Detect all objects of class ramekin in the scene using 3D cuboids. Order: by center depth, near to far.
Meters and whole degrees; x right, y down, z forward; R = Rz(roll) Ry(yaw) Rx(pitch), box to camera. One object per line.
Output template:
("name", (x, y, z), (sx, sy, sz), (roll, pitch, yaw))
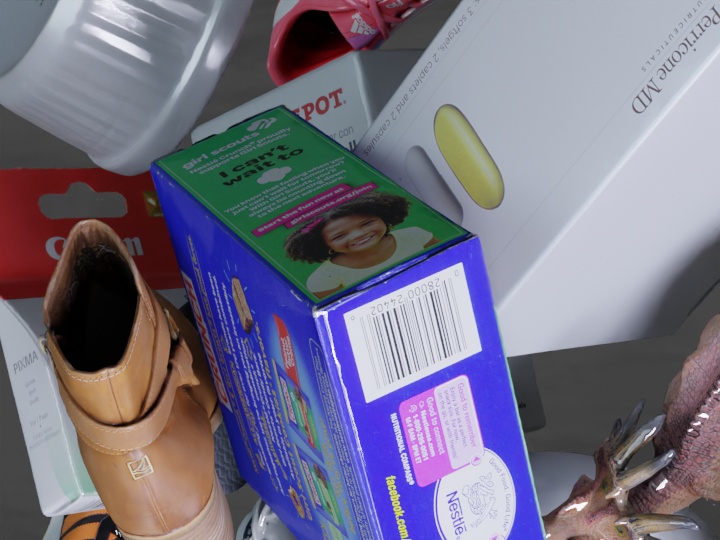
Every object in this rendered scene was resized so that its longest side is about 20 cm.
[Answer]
("ramekin", (-0.139, -0.162, 1.076), (0.202, 0.094, 0.204), (-41, 39, 44))

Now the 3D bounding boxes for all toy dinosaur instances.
("toy dinosaur", (0.153, 0.055, 0.803), (0.086, 0.135, 0.201), (39, 116, 38))

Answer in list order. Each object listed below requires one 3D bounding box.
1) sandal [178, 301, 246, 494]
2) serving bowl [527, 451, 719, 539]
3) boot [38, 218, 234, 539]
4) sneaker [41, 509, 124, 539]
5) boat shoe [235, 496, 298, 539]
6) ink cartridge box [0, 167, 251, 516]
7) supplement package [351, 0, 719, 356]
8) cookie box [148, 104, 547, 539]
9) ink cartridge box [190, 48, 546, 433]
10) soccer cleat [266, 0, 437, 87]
("sandal", (-0.081, 0.044, 1.049), (0.042, 0.076, 0.201), (-14, 42, 19))
("serving bowl", (0.079, 0.177, 0.872), (0.198, 0.066, 0.202), (-4, 74, 15))
("boot", (-0.115, 0.034, 0.897), (0.201, 0.076, 0.156), (-104, -3, -46))
("sneaker", (-0.150, 0.176, 1.130), (0.090, 0.070, 0.201), (14, 62, 46))
("boat shoe", (-0.033, 0.145, 0.984), (0.200, 0.065, 0.074), (108, -178, -71))
("ink cartridge box", (-0.125, 0.028, 1.079), (0.050, 0.160, 0.202), (-26, 74, 44))
("supplement package", (0.117, -0.071, 0.820), (0.200, 0.155, 0.111), (-53, 58, 34))
("cookie box", (-0.007, 0.041, 0.818), (0.200, 0.075, 0.173), (38, 146, 59))
("ink cartridge box", (0.000, 0.000, 1.000), (0.146, 0.083, 0.202), (-20, 79, 46))
("soccer cleat", (0.023, -0.150, 0.964), (0.199, 0.067, 0.077), (-24, 35, 49))
